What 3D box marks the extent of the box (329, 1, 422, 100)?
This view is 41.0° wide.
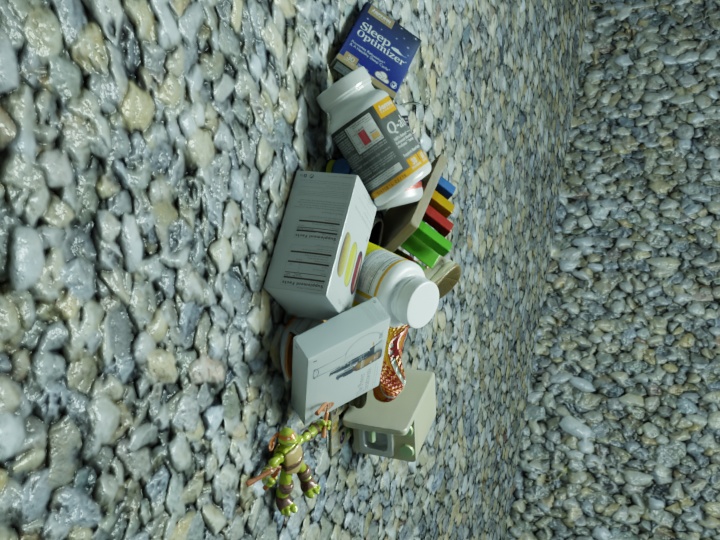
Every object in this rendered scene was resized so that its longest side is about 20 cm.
[{"bbox_3d":[0.034,-0.383,1.656,0.032,0.120,0.202,-46,-164,49],"label":"box"}]

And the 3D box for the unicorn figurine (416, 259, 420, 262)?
[{"bbox_3d":[0.056,0.062,1.901,0.137,0.073,0.204,-23,132,-73],"label":"unicorn figurine"}]

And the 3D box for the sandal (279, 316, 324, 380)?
[{"bbox_3d":[-0.072,0.095,1.573,0.208,0.058,0.080,-60,147,-48],"label":"sandal"}]

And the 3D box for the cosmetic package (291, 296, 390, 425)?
[{"bbox_3d":[-0.035,0.146,1.518,0.149,0.052,0.202,-24,148,-21],"label":"cosmetic package"}]

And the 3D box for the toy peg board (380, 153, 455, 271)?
[{"bbox_3d":[0.107,-0.074,1.795,0.200,0.097,0.201,-44,-166,46],"label":"toy peg board"}]

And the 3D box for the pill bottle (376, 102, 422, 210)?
[{"bbox_3d":[0.038,-0.211,1.676,0.112,0.110,0.205,-21,100,-66],"label":"pill bottle"}]

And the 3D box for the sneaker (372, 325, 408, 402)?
[{"bbox_3d":[0.045,0.136,1.729,0.077,0.072,0.204,137,-35,-62],"label":"sneaker"}]

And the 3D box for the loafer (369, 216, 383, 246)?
[{"bbox_3d":[0.000,0.000,1.713,0.071,0.062,0.205,15,78,-44],"label":"loafer"}]

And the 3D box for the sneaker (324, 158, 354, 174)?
[{"bbox_3d":[-0.020,-0.089,1.639,0.066,0.077,0.205,-32,127,-66],"label":"sneaker"}]

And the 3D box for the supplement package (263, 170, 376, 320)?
[{"bbox_3d":[-0.060,-0.037,1.503,0.114,0.107,0.204,53,47,-60],"label":"supplement package"}]

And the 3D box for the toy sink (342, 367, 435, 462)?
[{"bbox_3d":[0.058,0.286,1.848,0.200,0.128,0.114,-54,145,-57],"label":"toy sink"}]

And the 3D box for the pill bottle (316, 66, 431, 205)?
[{"bbox_3d":[0.019,-0.217,1.555,0.202,0.115,0.116,58,30,-6],"label":"pill bottle"}]

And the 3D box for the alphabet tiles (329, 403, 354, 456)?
[{"bbox_3d":[-0.023,0.221,1.805,0.167,0.007,0.205,-33,126,-64],"label":"alphabet tiles"}]

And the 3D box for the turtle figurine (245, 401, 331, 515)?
[{"bbox_3d":[-0.115,0.306,1.513,0.200,0.063,0.164,-43,141,-41],"label":"turtle figurine"}]

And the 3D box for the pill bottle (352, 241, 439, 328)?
[{"bbox_3d":[0.031,0.021,1.567,0.108,0.198,0.111,-23,125,-38],"label":"pill bottle"}]

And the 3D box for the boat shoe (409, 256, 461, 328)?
[{"bbox_3d":[0.108,0.042,1.851,0.199,0.065,0.073,-40,144,-24],"label":"boat shoe"}]

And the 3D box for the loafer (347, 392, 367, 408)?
[{"bbox_3d":[-0.016,0.179,1.721,0.202,0.066,0.077,93,6,-52],"label":"loafer"}]

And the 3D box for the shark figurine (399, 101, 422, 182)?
[{"bbox_3d":[0.048,-0.236,1.813,0.090,0.125,0.218,110,-15,-52],"label":"shark figurine"}]
